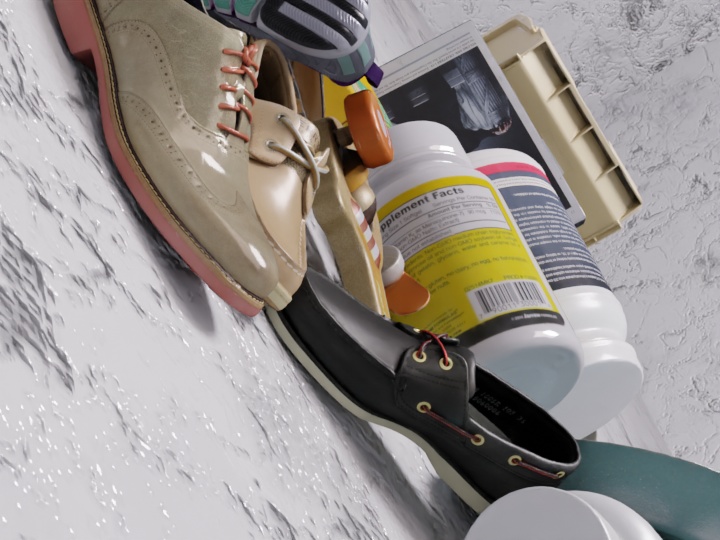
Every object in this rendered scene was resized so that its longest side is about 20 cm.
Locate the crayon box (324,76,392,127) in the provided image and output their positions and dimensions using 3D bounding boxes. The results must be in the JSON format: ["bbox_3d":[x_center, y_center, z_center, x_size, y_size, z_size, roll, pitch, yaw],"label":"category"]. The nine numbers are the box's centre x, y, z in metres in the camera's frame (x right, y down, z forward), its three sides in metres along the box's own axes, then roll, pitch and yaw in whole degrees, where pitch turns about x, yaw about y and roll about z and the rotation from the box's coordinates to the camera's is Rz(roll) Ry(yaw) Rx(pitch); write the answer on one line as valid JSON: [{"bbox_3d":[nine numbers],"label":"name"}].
[{"bbox_3d":[-0.030,-0.154,1.240,0.201,0.051,0.126,61,10,17],"label":"crayon box"}]

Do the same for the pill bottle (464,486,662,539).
[{"bbox_3d":[0.124,0.184,0.833,0.200,0.110,0.111,45,17,-54],"label":"pill bottle"}]

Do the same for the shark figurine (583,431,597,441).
[{"bbox_3d":[0.181,0.199,1.151,0.129,0.089,0.215,59,12,-5],"label":"shark figurine"}]

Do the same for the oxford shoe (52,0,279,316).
[{"bbox_3d":[-0.076,-0.075,0.707,0.201,0.074,0.070,63,10,19],"label":"oxford shoe"}]

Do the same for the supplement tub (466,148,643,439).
[{"bbox_3d":[0.112,0.022,1.166,0.140,0.140,0.201,43,18,-57],"label":"supplement tub"}]

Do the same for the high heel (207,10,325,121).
[{"bbox_3d":[-0.029,-0.176,0.986,0.071,0.200,0.143,-35,91,-37],"label":"high heel"}]

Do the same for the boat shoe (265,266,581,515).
[{"bbox_3d":[0.034,0.058,0.827,0.201,0.063,0.074,39,24,-20],"label":"boat shoe"}]

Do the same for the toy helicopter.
[{"bbox_3d":[0.000,0.000,0.940,0.132,0.078,0.201,60,15,-57],"label":"toy helicopter"}]

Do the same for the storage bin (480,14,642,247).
[{"bbox_3d":[0.125,-0.099,1.429,0.201,0.198,0.094,55,14,-22],"label":"storage bin"}]

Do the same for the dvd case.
[{"bbox_3d":[0.077,-0.093,1.309,0.201,0.149,0.025,61,-6,13],"label":"dvd case"}]

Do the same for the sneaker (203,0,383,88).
[{"bbox_3d":[-0.073,-0.170,0.932,0.200,0.075,0.088,38,-8,23],"label":"sneaker"}]

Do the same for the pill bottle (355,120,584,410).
[{"bbox_3d":[0.061,0.003,1.047,0.114,0.114,0.201,45,18,-55],"label":"pill bottle"}]

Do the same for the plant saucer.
[{"bbox_3d":[0.151,0.154,0.944,0.200,0.198,0.036,46,51,-52],"label":"plant saucer"}]

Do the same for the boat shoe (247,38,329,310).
[{"bbox_3d":[-0.053,-0.060,0.807,0.071,0.064,0.201,51,13,-39],"label":"boat shoe"}]
